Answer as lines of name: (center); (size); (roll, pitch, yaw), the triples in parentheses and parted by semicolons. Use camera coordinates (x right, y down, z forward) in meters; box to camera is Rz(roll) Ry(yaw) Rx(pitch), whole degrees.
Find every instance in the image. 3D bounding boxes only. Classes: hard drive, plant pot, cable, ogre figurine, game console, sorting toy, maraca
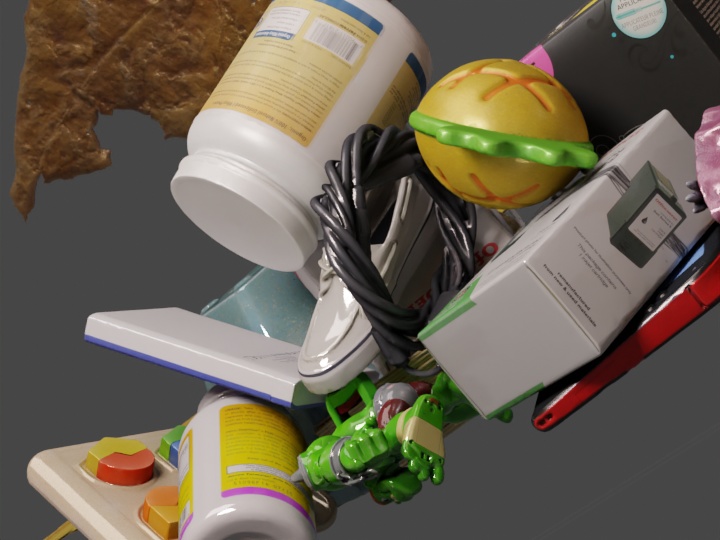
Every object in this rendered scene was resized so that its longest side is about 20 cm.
hard drive: (-0.102, 0.068, 1.707); (0.132, 0.198, 0.026); (-2, -74, -60)
plant pot: (-0.029, 0.073, 1.872); (0.196, 0.200, 0.196); (-42, 5, -28)
cable: (0.027, -0.028, 1.575); (0.051, 0.163, 0.201); (-26, 30, 36)
ogre figurine: (0.032, 0.115, 1.582); (0.119, 0.098, 0.200); (-24, 20, 45)
game console: (0.194, 0.030, 1.516); (0.176, 0.031, 0.200); (-38, 4, 15)
sorting toy: (-0.145, 0.174, 1.752); (0.199, 0.037, 0.185); (-12, 31, -37)
maraca: (0.104, -0.096, 1.541); (0.200, 0.136, 0.108); (-108, 24, -80)

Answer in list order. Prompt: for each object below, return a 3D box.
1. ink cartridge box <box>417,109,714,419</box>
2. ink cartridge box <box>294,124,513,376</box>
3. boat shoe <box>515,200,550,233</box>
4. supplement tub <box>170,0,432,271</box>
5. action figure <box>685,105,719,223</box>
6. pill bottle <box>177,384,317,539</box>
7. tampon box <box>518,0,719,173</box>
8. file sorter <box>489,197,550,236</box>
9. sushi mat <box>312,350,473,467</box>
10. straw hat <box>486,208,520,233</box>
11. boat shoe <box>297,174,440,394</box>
ink cartridge box: (0.153, -0.004, 1.502); (0.200, 0.084, 0.146); (-44, 4, -38)
ink cartridge box: (0.030, -0.013, 1.733); (0.144, 0.200, 0.085); (-38, -34, -6)
boat shoe: (0.160, -0.009, 1.949); (0.070, 0.071, 0.200); (-29, 10, 44)
supplement tub: (-0.047, -0.116, 1.682); (0.201, 0.144, 0.145); (-58, 11, -20)
action figure: (0.318, -0.085, 1.420); (0.199, 0.135, 0.148); (-21, -29, 36)
pill bottle: (-0.088, 0.165, 1.636); (0.104, 0.104, 0.201); (-38, 26, 16)
tampon box: (0.241, -0.131, 1.638); (0.150, 0.200, 0.126); (-37, 4, 34)
file sorter: (0.177, -0.087, 1.809); (0.199, 0.125, 0.139); (-35, -3, -11)
sushi mat: (0.062, 0.091, 1.666); (0.200, 0.095, 0.012); (-38, 44, 30)
straw hat: (0.080, 0.038, 1.983); (0.199, 0.086, 0.202); (-13, -35, -9)
boat shoe: (0.000, 0.000, 1.623); (0.072, 0.066, 0.201); (3, 51, 46)
